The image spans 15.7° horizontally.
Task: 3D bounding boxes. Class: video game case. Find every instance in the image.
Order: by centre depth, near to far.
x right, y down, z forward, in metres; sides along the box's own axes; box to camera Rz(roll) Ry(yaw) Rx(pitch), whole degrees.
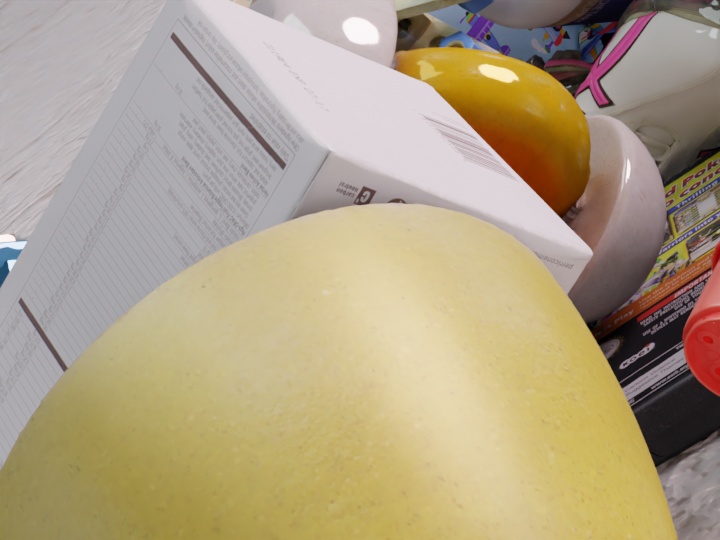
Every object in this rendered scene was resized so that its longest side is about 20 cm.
[{"bbox_3d":[0.152,-0.010,0.959,0.200,0.026,0.181,-34,18,14],"label":"video game case"}]

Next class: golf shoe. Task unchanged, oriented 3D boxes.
[{"bbox_3d":[0.113,-0.053,1.077,0.200,0.072,0.092,-28,40,65],"label":"golf shoe"}]

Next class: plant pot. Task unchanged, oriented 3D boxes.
[{"bbox_3d":[0.014,0.104,0.712,0.200,0.200,0.142,-38,46,-4],"label":"plant pot"}]

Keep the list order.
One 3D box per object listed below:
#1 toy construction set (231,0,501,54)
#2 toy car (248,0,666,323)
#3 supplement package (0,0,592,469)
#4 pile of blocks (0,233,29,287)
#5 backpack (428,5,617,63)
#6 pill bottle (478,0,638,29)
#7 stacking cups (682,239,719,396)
[{"bbox_3d":[-0.031,-0.085,1.120,0.200,0.092,0.131,13,77,54],"label":"toy construction set"},{"bbox_3d":[0.000,0.000,0.948,0.200,0.175,0.150,-25,45,54],"label":"toy car"},{"bbox_3d":[-0.043,0.034,0.805,0.200,0.109,0.114,-58,40,16],"label":"supplement package"},{"bbox_3d":[-0.098,0.033,0.979,0.062,0.082,0.200,-5,33,-24],"label":"pile of blocks"},{"bbox_3d":[0.050,-0.151,1.263,0.134,0.183,0.200,-28,21,46],"label":"backpack"},{"bbox_3d":[0.137,-0.167,1.124,0.200,0.116,0.116,-9,-1,-34],"label":"pill bottle"},{"bbox_3d":[0.163,-0.035,0.868,0.060,0.061,0.200,-21,27,42],"label":"stacking cups"}]
